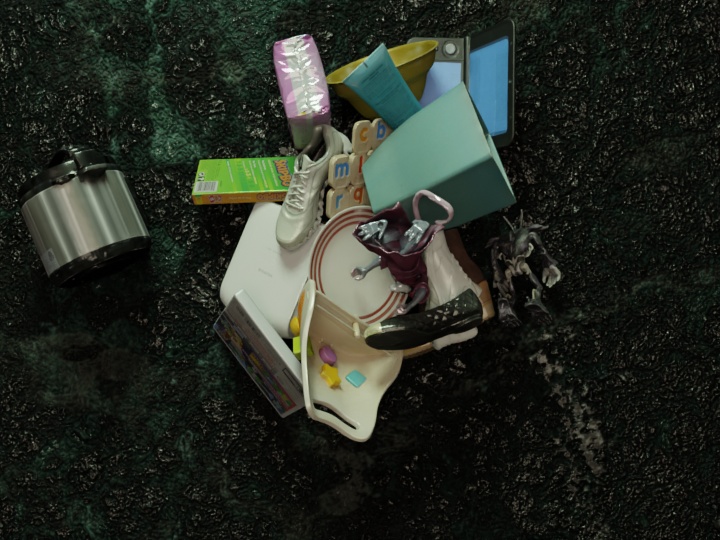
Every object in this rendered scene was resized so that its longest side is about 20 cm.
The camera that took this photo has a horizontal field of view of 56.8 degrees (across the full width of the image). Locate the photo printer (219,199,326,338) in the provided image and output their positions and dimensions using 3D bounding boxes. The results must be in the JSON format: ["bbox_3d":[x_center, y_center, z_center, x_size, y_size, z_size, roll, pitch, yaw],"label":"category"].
[{"bbox_3d":[-0.139,0.001,1.104,0.163,0.069,0.205,24,89,24],"label":"photo printer"}]

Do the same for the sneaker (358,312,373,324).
[{"bbox_3d":[-0.014,0.077,1.122,0.075,0.078,0.200,-43,90,-2],"label":"sneaker"}]

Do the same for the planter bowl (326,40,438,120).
[{"bbox_3d":[0.043,-0.304,1.095,0.195,0.201,0.086,-19,115,-1],"label":"planter bowl"}]

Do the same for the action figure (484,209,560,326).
[{"bbox_3d":[0.269,0.001,1.117,0.116,0.103,0.204,-13,47,26],"label":"action figure"}]

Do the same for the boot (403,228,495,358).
[{"bbox_3d":[0.118,0.042,1.142,0.196,0.072,0.170,-27,77,0],"label":"boot"}]

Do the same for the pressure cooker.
[{"bbox_3d":[-0.447,-0.094,1.071,0.172,0.179,0.205,-25,90,2],"label":"pressure cooker"}]

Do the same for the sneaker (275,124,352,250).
[{"bbox_3d":[-0.085,-0.132,1.033,0.074,0.081,0.205,23,87,21],"label":"sneaker"}]

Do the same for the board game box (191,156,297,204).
[{"bbox_3d":[-0.180,-0.154,1.123,0.193,0.031,0.097,-4,44,1],"label":"board game box"}]

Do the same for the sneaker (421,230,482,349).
[{"bbox_3d":[0.146,0.019,1.078,0.096,0.078,0.207,-7,88,-6],"label":"sneaker"}]

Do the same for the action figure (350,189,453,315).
[{"bbox_3d":[0.063,-0.025,0.994,0.133,0.201,0.149,39,81,28],"label":"action figure"}]

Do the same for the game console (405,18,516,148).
[{"bbox_3d":[0.162,-0.303,1.114,0.170,0.116,0.208,1,88,-1],"label":"game console"}]

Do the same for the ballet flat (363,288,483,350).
[{"bbox_3d":[0.094,0.077,1.005,0.194,0.067,0.058,-12,60,-17],"label":"ballet flat"}]

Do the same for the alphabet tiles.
[{"bbox_3d":[0.022,-0.147,1.084,0.196,0.014,0.202,-18,123,-40],"label":"alphabet tiles"}]

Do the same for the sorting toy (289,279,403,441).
[{"bbox_3d":[-0.034,0.151,0.977,0.198,0.183,0.106,35,124,-29],"label":"sorting toy"}]

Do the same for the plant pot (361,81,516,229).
[{"bbox_3d":[0.110,-0.147,1.013,0.196,0.141,0.145,-25,58,17],"label":"plant pot"}]

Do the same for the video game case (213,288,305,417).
[{"bbox_3d":[-0.155,0.140,1.075,0.023,0.182,0.202,-38,89,-30],"label":"video game case"}]

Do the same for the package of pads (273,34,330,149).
[{"bbox_3d":[-0.090,-0.277,1.067,0.073,0.200,0.125,-11,87,-3],"label":"package of pads"}]

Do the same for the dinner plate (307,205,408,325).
[{"bbox_3d":[0.000,0.000,1.073,0.195,0.024,0.208,-2,94,-30],"label":"dinner plate"}]

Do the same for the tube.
[{"bbox_3d":[0.055,-0.252,1.015,0.077,0.199,0.051,-42,50,9],"label":"tube"}]
